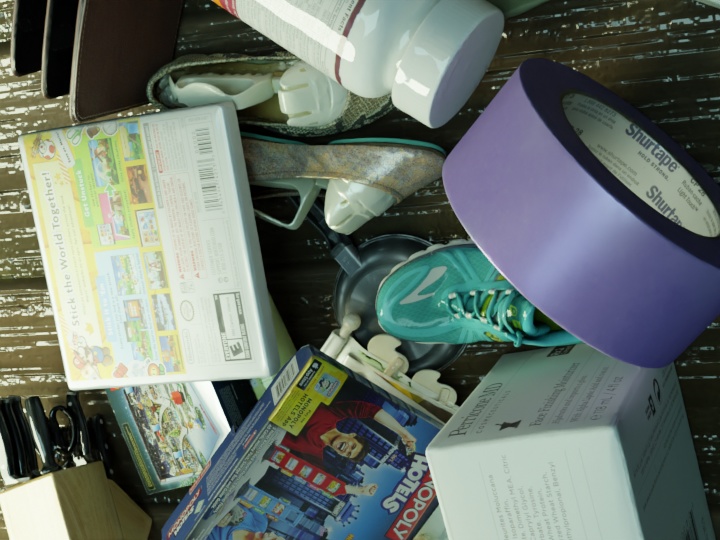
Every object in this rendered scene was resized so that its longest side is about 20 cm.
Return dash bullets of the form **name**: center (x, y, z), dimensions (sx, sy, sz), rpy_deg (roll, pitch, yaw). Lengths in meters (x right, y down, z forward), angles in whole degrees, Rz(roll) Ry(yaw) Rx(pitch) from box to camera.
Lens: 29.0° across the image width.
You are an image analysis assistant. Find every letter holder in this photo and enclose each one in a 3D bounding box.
- **letter holder**: center (-0.199, -0.223, 1.013), dimensions (0.100, 0.142, 0.202), rpy_deg (20, 112, 15)

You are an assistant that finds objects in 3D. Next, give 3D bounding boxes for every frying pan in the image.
- **frying pan**: center (0.015, -0.004, 1.056), dimensions (0.114, 0.031, 0.192), rpy_deg (-20, 100, 24)

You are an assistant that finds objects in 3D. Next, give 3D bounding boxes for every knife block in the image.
- **knife block**: center (-0.256, 0.201, 1.146), dimensions (0.064, 0.201, 0.176), rpy_deg (-22, 126, 26)

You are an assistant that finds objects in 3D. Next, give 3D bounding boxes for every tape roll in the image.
- **tape roll**: center (0.155, -0.039, 0.892), dimensions (0.200, 0.200, 0.085), rpy_deg (43, 115, 5)

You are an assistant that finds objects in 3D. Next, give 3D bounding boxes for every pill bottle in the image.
- **pill bottle**: center (-0.007, -0.188, 0.955), dimensions (0.199, 0.109, 0.110), rpy_deg (34, 115, 15)

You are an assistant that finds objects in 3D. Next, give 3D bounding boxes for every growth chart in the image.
- **growth chart**: center (0.031, 0.135, 1.075), dimensions (0.200, 0.018, 0.145), rpy_deg (41, 117, -3)

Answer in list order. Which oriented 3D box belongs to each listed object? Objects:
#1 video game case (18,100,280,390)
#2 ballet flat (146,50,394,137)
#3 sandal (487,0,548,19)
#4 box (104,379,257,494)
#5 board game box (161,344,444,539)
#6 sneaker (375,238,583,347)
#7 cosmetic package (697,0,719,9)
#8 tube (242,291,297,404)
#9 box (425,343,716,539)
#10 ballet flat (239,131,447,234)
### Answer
- **video game case**: center (-0.158, -0.014, 1.037), dimensions (0.180, 0.023, 0.202), rpy_deg (-5, 100, 23)
- **ballet flat**: center (-0.069, -0.130, 1.025), dimensions (0.198, 0.075, 0.069), rpy_deg (3, 105, 21)
- **sandal**: center (0.139, -0.222, 0.919), dimensions (0.200, 0.057, 0.080), rpy_deg (-29, 88, 31)
- **box**: center (-0.156, 0.072, 1.111), dimensions (0.136, 0.038, 0.202), rpy_deg (-18, 95, 45)
- **board game box**: center (-0.013, 0.178, 1.043), dimensions (0.199, 0.062, 0.201), rpy_deg (32, 103, -19)
- **sneaker**: center (0.104, 0.020, 0.985), dimensions (0.198, 0.080, 0.078), rpy_deg (-3, 101, 14)
- **cosmetic package**: center (0.303, -0.191, 0.859), dimensions (0.198, 0.071, 0.106), rpy_deg (21, 111, 15)
- **tube**: center (-0.105, 0.005, 1.097), dimensions (0.058, 0.052, 0.201), rpy_deg (-27, 91, -11)
- **box**: center (0.154, 0.170, 0.952), dimensions (0.130, 0.199, 0.202), rpy_deg (-11, 101, 23)
- **ballet flat**: center (-0.029, -0.062, 1.028), dimensions (0.198, 0.068, 0.068), rpy_deg (5, 77, 25)
